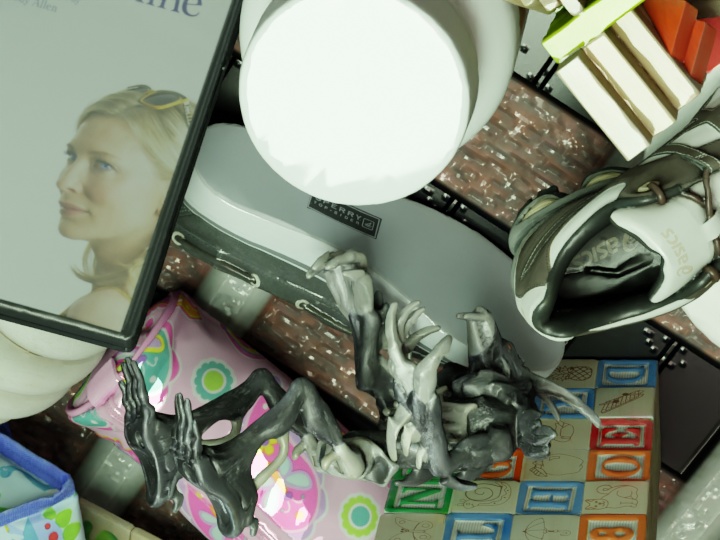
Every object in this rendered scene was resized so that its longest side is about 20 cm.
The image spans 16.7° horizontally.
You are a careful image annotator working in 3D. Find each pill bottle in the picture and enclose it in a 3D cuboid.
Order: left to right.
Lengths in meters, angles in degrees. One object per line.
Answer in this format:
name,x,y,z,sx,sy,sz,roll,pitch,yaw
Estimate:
pill bottle,0.011,-0.105,1.011,0.114,0.200,0.115,3,114,7

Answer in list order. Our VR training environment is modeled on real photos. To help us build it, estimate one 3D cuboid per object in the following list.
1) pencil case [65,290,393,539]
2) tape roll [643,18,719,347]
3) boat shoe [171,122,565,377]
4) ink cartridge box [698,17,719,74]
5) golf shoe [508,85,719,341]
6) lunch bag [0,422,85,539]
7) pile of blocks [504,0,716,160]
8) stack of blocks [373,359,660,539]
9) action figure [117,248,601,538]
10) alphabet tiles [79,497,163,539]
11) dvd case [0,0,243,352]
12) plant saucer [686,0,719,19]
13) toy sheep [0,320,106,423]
pencil case,-0.044,0.101,1.175,0.200,0.087,0.087,44,113,-10
tape roll,0.224,-0.047,1.074,0.202,0.071,0.203,3,113,8
boat shoe,0.000,0.000,1.139,0.200,0.069,0.057,30,136,-4
ink cartridge box,0.171,-0.201,0.990,0.200,0.050,0.161,-36,74,20
golf shoe,0.150,-0.027,1.006,0.200,0.095,0.078,-34,103,20
lunch bag,-0.207,0.158,1.188,0.200,0.127,0.170,21,128,48
pile of blocks,0.081,-0.143,0.970,0.062,0.082,0.200,-37,75,22
stack of blocks,0.074,0.111,1.096,0.115,0.200,0.059,0,116,10
action figure,0.006,0.049,1.044,0.200,0.119,0.102,-10,104,-26
alphabet tiles,-0.095,0.206,1.227,0.200,0.006,0.167,25,127,19
dvd case,-0.138,-0.071,1.070,0.142,0.200,0.018,15,154,2
plant saucer,0.136,-0.202,0.984,0.200,0.029,0.201,8,102,40
toy sheep,-0.172,0.006,1.125,0.200,0.138,0.138,-22,110,39
